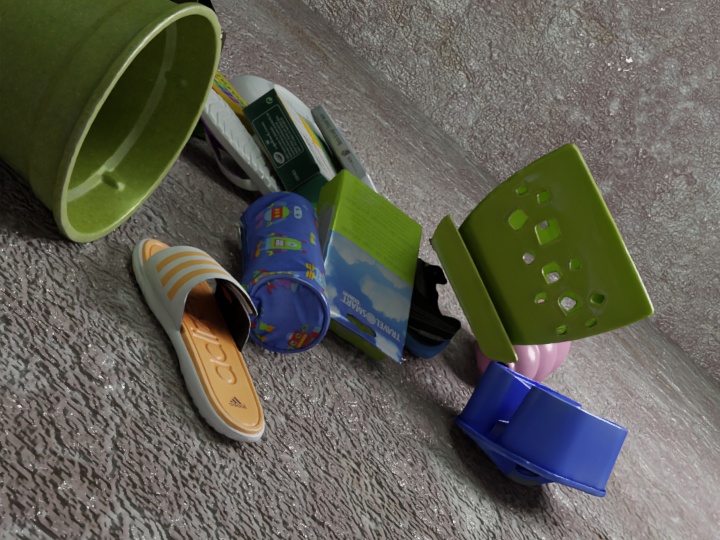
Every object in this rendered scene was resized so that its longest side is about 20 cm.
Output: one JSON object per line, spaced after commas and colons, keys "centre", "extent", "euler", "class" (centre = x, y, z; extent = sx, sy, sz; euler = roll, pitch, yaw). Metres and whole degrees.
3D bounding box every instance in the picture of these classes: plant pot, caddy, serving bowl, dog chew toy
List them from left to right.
{"centre": [-0.237, -0.155, 0.681], "extent": [0.183, 0.201, 0.200], "euler": [32, 16, 4], "class": "plant pot"}
{"centre": [-0.113, -0.216, 1.298], "extent": [0.200, 0.066, 0.200], "euler": [40, 17, -14], "class": "serving bowl"}
{"centre": [0.207, 0.098, 1.179], "extent": [0.125, 0.125, 0.200], "euler": [45, 24, 8], "class": "dog chew toy"}
{"centre": [0.188, -0.008, 1.005], "extent": [0.199, 0.180, 0.201], "euler": [-9, 74, -84], "class": "plant pot"}
{"centre": [0.191, 0.180, 0.958], "extent": [0.199, 0.106, 0.141], "euler": [26, 1, -39], "class": "caddy"}

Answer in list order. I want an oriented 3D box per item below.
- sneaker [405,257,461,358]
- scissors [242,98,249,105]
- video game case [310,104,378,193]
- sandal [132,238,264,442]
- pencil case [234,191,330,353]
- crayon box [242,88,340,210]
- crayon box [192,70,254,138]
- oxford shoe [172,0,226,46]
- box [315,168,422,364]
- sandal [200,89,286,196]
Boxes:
{"centre": [0.057, 0.008, 1.069], "extent": [0.201, 0.082, 0.071], "euler": [61, 15, 25], "class": "sneaker"}
{"centre": [-0.191, -0.256, 1.231], "extent": [0.200, 0.014, 0.073], "euler": [43, -15, 17], "class": "scissors"}
{"centre": [0.003, -0.111, 1.247], "extent": [0.183, 0.024, 0.201], "euler": [60, -1, 45], "class": "video game case"}
{"centre": [-0.108, 0.037, 0.685], "extent": [0.079, 0.059, 0.207], "euler": [24, 25, -49], "class": "sandal"}
{"centre": [-0.075, -0.005, 0.834], "extent": [0.086, 0.079, 0.200], "euler": [7, 27, -11], "class": "pencil case"}
{"centre": [-0.067, -0.133, 1.136], "extent": [0.126, 0.051, 0.200], "euler": [60, 9, 18], "class": "crayon box"}
{"centre": [-0.206, -0.220, 1.115], "extent": [0.127, 0.051, 0.200], "euler": [49, 17, 21], "class": "crayon box"}
{"centre": [-0.260, -0.391, 1.358], "extent": [0.200, 0.085, 0.072], "euler": [49, 19, 26], "class": "oxford shoe"}
{"centre": [0.000, 0.000, 0.951], "extent": [0.122, 0.048, 0.201], "euler": [34, 44, -23], "class": "box"}
{"centre": [-0.141, -0.125, 1.035], "extent": [0.203, 0.050, 0.083], "euler": [52, 13, -23], "class": "sandal"}
